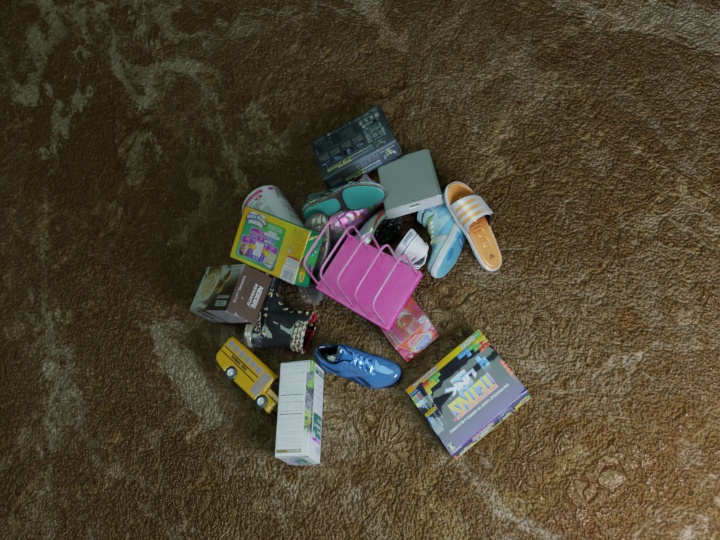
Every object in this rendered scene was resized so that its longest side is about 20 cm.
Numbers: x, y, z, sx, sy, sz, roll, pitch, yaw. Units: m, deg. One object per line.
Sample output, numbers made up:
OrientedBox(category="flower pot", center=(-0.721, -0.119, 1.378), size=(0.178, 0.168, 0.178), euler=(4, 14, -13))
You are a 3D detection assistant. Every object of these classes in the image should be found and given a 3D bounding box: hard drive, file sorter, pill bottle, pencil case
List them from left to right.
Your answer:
OrientedBox(category="pill bottle", center=(-0.191, -0.093, 1.874), size=(0.112, 0.114, 0.201), euler=(-36, 56, 1))
OrientedBox(category="pencil case", center=(-0.035, -0.129, 1.856), size=(0.199, 0.088, 0.088), euler=(-40, 60, -3))
OrientedBox(category="file sorter", center=(0.000, 0.000, 1.649), size=(0.197, 0.126, 0.141), euler=(28, 78, 29))
OrientedBox(category="hard drive", center=(0.109, -0.198, 1.816), size=(0.129, 0.027, 0.202), euler=(-15, 38, 6))

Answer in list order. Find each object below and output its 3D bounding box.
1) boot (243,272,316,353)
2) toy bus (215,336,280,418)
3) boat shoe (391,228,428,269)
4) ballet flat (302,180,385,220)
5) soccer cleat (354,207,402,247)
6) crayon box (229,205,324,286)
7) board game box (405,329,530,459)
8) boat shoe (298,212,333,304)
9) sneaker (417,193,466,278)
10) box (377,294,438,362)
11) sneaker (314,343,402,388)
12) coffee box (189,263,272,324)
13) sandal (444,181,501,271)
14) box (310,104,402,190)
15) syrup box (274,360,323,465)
OrientedBox(category="boot", center=(-0.170, 0.092, 1.816), size=(0.147, 0.074, 0.204), euler=(9, 60, 17))
OrientedBox(category="toy bus", center=(-0.235, 0.239, 1.777), size=(0.199, 0.065, 0.079), euler=(36, 80, 29))
OrientedBox(category="boat shoe", center=(0.109, -0.032, 1.712), size=(0.065, 0.200, 0.074), euler=(38, 87, 5))
OrientedBox(category="ballet flat", center=(-0.039, -0.167, 1.794), size=(0.195, 0.074, 0.076), euler=(-14, 63, 9))
OrientedBox(category="soccer cleat", center=(0.012, -0.064, 1.832), size=(0.200, 0.068, 0.073), euler=(-45, 27, 8))
OrientedBox(category="crayon box", center=(-0.185, -0.054, 1.760), size=(0.197, 0.058, 0.122), euler=(22, 95, 31))
OrientedBox(category="board game box", center=(0.214, 0.248, 1.617), size=(0.199, 0.057, 0.166), euler=(-39, 59, 0))
OrientedBox(category="boat shoe", center=(-0.098, -0.030, 1.795), size=(0.073, 0.073, 0.206), euler=(12, 100, 18))
OrientedBox(category="sneaker", center=(0.164, -0.084, 1.771), size=(0.128, 0.080, 0.203), euler=(19, 65, 24))
OrientedBox(category="box", center=(0.069, 0.081, 1.717), size=(0.095, 0.100, 0.201), euler=(-38, 60, 0))
OrientedBox(category="sneaker", center=(-0.009, 0.199, 1.707), size=(0.195, 0.079, 0.067), euler=(12, 69, 22))
OrientedBox(category="coffee box", center=(-0.296, 0.055, 1.820), size=(0.198, 0.079, 0.117), euler=(-2, 63, 55))
OrientedBox(category="sandal", center=(0.255, -0.102, 1.708), size=(0.078, 0.059, 0.210), euler=(-29, 90, -26))
OrientedBox(category="box", center=(-0.013, -0.292, 1.920), size=(0.197, 0.051, 0.159), euler=(-28, 44, 7))
OrientedBox(category="syrup box", center=(-0.128, 0.302, 1.702), size=(0.079, 0.079, 0.205), euler=(-7, 65, 16))
